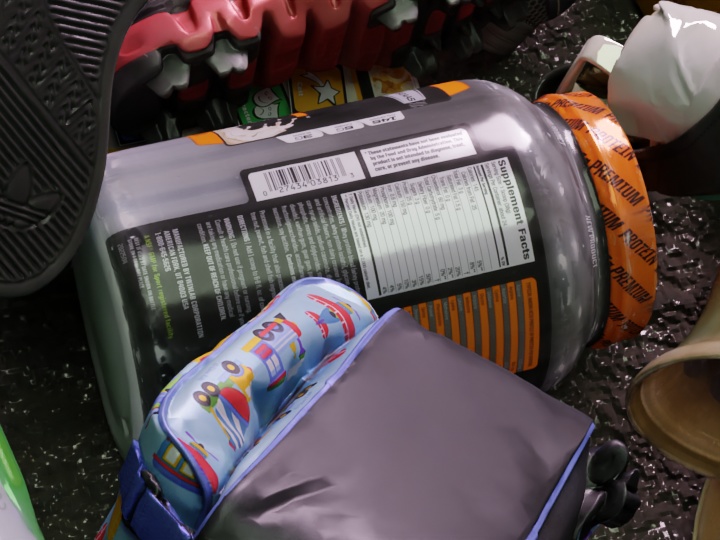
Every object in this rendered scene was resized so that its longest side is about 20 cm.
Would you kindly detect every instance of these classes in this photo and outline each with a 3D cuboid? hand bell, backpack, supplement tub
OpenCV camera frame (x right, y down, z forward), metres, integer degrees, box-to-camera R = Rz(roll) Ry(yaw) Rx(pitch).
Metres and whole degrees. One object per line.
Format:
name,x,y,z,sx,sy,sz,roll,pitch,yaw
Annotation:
hand bell,0.170,-0.026,0.804,0.103,0.104,0.201,18,61,-3
backpack,-0.023,0.128,0.653,0.134,0.201,0.183,31,29,9
supplement tub,0.000,0.000,0.767,0.198,0.123,0.123,-12,66,-15

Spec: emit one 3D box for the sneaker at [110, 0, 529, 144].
sneaker,-0.018,-0.119,0.808,0.199,0.071,0.099,-17,69,-19

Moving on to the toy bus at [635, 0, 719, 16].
toy bus,0.170,-0.118,0.907,0.078,0.065,0.201,-19,68,-21

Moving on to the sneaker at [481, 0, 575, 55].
sneaker,0.050,-0.204,0.884,0.201,0.114,0.076,60,22,10

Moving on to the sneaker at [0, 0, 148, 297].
sneaker,-0.118,-0.090,0.732,0.083,0.120,0.202,25,79,-31

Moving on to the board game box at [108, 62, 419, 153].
board game box,-0.083,-0.093,0.848,0.198,0.046,0.153,-6,64,-16

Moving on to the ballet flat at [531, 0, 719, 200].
ballet flat,0.117,-0.062,0.794,0.068,0.200,0.068,36,76,-14

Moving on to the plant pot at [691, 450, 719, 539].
plant pot,0.219,0.131,0.808,0.198,0.028,0.202,5,61,-9

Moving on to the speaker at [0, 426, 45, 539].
speaker,-0.167,0.062,0.724,0.088,0.089,0.201,-20,68,-21
